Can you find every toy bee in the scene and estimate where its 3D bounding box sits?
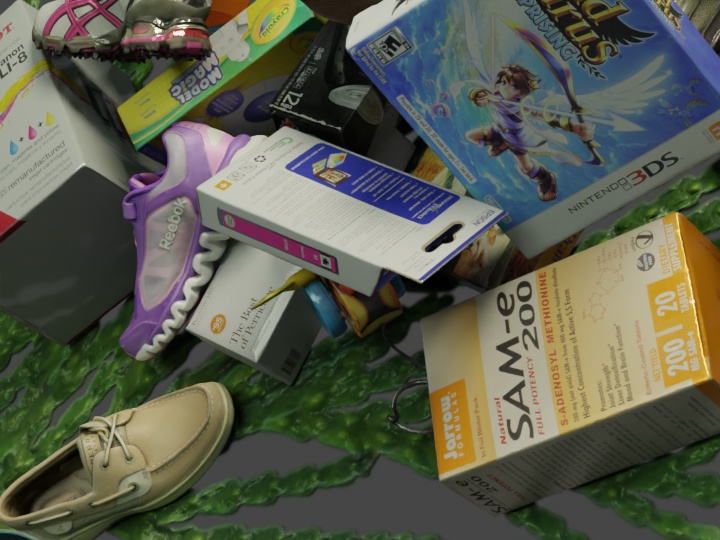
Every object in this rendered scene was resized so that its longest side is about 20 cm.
[{"bbox_3d":[0.000,0.000,1.556,0.199,0.109,0.131,34,74,20],"label":"toy bee"}]

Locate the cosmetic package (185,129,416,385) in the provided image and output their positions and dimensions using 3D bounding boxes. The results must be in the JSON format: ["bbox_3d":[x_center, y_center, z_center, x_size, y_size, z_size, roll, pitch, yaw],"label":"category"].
[{"bbox_3d":[-0.045,-0.025,1.673,0.082,0.051,0.201,21,80,42],"label":"cosmetic package"}]

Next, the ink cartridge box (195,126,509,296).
[{"bbox_3d":[-0.007,-0.036,1.510,0.199,0.037,0.095,21,43,36],"label":"ink cartridge box"}]

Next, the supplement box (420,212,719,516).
[{"bbox_3d":[0.144,0.063,1.471,0.199,0.073,0.127,-24,54,26],"label":"supplement box"}]

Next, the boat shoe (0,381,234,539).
[{"bbox_3d":[-0.182,0.141,1.679,0.199,0.065,0.073,-32,51,20],"label":"boat shoe"}]

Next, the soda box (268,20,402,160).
[{"bbox_3d":[0.014,-0.161,1.638,0.063,0.071,0.201,20,61,23],"label":"soda box"}]

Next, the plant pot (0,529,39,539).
[{"bbox_3d":[-0.231,0.297,1.587,0.199,0.135,0.202,-17,58,29],"label":"plant pot"}]

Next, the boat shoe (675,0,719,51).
[{"bbox_3d":[0.242,-0.201,1.542,0.072,0.065,0.200,1,48,52],"label":"boat shoe"}]

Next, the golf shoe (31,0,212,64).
[{"bbox_3d":[-0.175,-0.200,1.687,0.199,0.072,0.093,2,90,48],"label":"golf shoe"}]

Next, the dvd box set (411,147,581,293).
[{"bbox_3d":[0.114,-0.081,1.598,0.146,0.029,0.201,27,85,42],"label":"dvd box set"}]

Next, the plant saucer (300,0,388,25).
[{"bbox_3d":[0.040,-0.205,1.554,0.199,0.200,0.035,21,125,41],"label":"plant saucer"}]

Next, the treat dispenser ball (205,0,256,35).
[{"bbox_3d":[-0.107,-0.283,1.755,0.200,0.201,0.202,-17,58,29],"label":"treat dispenser ball"}]

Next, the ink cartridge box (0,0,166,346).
[{"bbox_3d":[-0.250,-0.078,1.792,0.145,0.144,0.201,-38,49,15],"label":"ink cartridge box"}]

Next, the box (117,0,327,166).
[{"bbox_3d":[-0.071,-0.146,1.711,0.200,0.117,0.049,-38,62,16],"label":"box"}]

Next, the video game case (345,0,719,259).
[{"bbox_3d":[0.121,-0.124,1.451,0.181,0.200,0.046,-30,26,28],"label":"video game case"}]

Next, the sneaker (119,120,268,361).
[{"bbox_3d":[-0.141,-0.028,1.686,0.201,0.088,0.081,-63,2,22],"label":"sneaker"}]
